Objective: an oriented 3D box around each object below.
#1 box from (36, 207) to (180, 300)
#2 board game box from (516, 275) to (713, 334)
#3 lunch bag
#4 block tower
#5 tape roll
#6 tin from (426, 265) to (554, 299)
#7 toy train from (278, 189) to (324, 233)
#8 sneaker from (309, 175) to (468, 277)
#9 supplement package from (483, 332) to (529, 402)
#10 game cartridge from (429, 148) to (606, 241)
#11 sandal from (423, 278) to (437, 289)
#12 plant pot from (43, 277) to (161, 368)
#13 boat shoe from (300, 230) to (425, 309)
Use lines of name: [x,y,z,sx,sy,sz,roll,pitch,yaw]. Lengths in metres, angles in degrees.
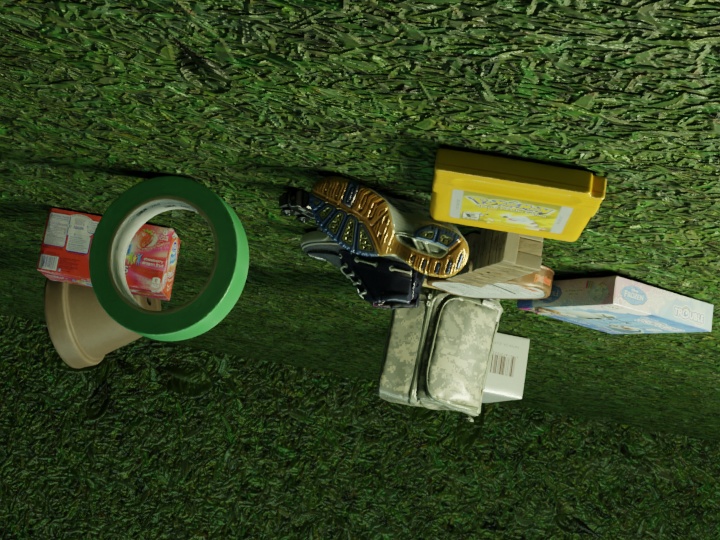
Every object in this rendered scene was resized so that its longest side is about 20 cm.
box: [-0.385,-0.024,1.960,0.197,0.101,0.096,9,170,2]
board game box: [0.361,0.052,1.812,0.198,0.044,0.198,15,168,-32]
lunch bag: [0.128,0.123,2.006,0.165,0.203,0.139,11,173,11]
block tower: [0.167,-0.019,1.596,0.057,0.055,0.200,12,170,-14]
tape roll: [-0.240,-0.015,1.592,0.197,0.204,0.048,7,170,15]
tin: [0.181,0.012,1.798,0.198,0.043,0.111,0,170,44]
toy train: [-0.024,-0.062,1.613,0.045,0.035,0.199,-15,156,37]
sneaker: [0.031,-0.053,1.487,0.198,0.076,0.088,26,-163,-7]
supplement package: [0.229,0.184,2.440,0.115,0.119,0.200,11,169,-14]
game cartridge: [0.161,-0.077,1.354,0.173,0.033,0.200,9,171,4]
sandal: [0.039,0.020,1.874,0.209,0.071,0.077,14,169,-19]
plant pot: [-0.474,0.068,2.388,0.172,0.203,0.200,-12,165,12]
boat shoe: [0.000,0.000,1.743,0.197,0.094,0.074,4,168,29]
